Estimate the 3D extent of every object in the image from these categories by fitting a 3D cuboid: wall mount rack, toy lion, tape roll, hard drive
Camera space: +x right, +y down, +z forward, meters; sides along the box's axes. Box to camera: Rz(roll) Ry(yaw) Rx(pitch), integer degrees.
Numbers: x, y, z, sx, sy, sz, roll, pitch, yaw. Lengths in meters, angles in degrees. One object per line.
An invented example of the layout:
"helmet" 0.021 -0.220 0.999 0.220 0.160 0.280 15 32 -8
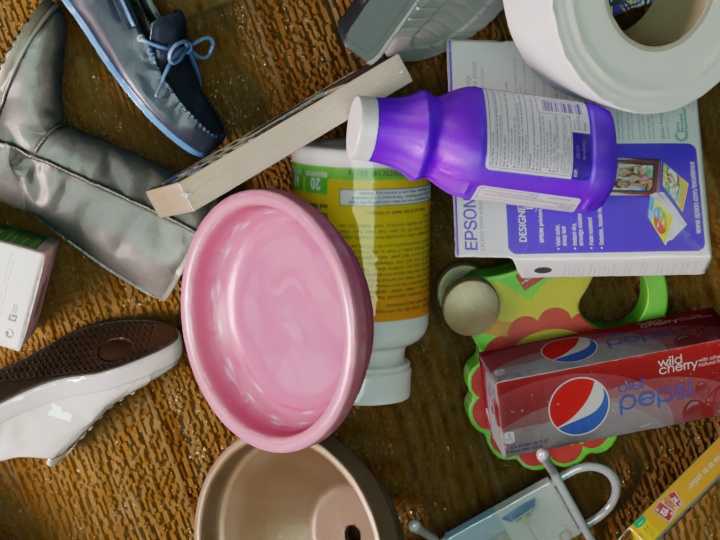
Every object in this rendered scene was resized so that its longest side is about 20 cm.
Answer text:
"wall mount rack" 0.119 0.212 1.754 0.199 0.075 0.174 -30 123 3
"toy lion" 0.164 0.055 1.765 0.199 0.069 0.192 -33 104 3
"tape roll" 0.205 -0.222 1.636 0.201 0.071 0.205 -8 107 -28
"hard drive" 0.033 -0.226 1.647 0.033 0.200 0.140 34 97 -7

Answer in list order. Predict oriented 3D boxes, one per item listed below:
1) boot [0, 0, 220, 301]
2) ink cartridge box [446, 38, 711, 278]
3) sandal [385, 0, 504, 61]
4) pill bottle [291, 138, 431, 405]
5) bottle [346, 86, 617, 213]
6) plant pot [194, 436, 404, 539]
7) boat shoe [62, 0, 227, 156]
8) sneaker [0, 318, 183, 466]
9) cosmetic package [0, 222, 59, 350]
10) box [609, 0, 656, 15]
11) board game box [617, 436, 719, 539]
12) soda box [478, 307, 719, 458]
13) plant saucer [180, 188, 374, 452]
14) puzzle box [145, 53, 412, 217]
"boot" -0.203 -0.095 1.727 0.199 0.073 0.183 24 99 -2
"ink cartridge box" 0.167 -0.089 1.699 0.198 0.043 0.200 1 63 -2
"sandal" 0.089 -0.239 1.698 0.203 0.082 0.050 -44 53 32
"pill bottle" 0.000 0.000 1.723 0.110 0.111 0.202 0 98 -1
"bottle" 0.090 -0.094 1.619 0.198 0.065 0.084 6 60 -13
"plant pot" -0.032 0.219 1.743 0.200 0.092 0.203 6 100 38
"boat shoe" -0.166 -0.181 1.707 0.068 0.084 0.200 -36 100 15
"sneaker" -0.231 0.104 1.765 0.198 0.073 0.085 -20 125 -2
"cosmetic package" -0.347 -0.006 1.717 0.198 0.108 0.086 16 97 -5
"box" 0.169 -0.296 1.700 0.070 0.064 0.202 -20 98 -21
"board game box" 0.266 0.167 1.729 0.200 0.096 0.030 -39 77 -15
"soda box" 0.197 0.087 1.721 0.198 0.063 0.071 -10 112 -7
"plant saucer" -0.058 0.036 1.672 0.051 0.199 0.203 -9 101 -43
"puzzle box" -0.065 -0.101 1.670 0.199 0.133 0.026 -32 98 -15
